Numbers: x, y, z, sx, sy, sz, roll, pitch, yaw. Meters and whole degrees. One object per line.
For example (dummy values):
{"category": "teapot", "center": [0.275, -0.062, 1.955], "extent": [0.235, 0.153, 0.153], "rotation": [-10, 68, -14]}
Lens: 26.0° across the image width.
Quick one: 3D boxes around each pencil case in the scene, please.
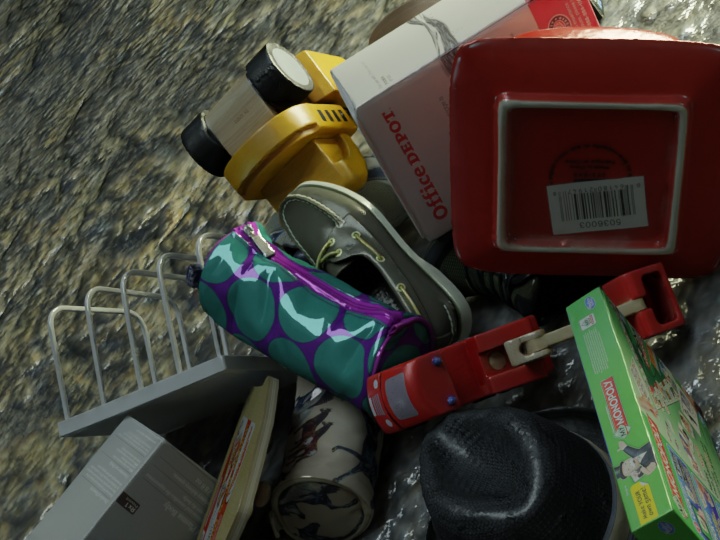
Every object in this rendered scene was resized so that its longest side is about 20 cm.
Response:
{"category": "pencil case", "center": [-0.038, 0.035, 1.220], "extent": [0.199, 0.093, 0.085], "rotation": [28, 40, 32]}
{"category": "pencil case", "center": [-0.024, 0.123, 1.248], "extent": [0.089, 0.078, 0.201], "rotation": [-16, 40, 22]}

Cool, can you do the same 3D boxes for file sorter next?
{"category": "file sorter", "center": [-0.162, 0.061, 1.387], "extent": [0.199, 0.138, 0.125], "rotation": [-23, 73, 32]}

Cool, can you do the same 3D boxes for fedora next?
{"category": "fedora", "center": [0.101, 0.149, 1.055], "extent": [0.200, 0.092, 0.201], "rotation": [-30, 33, 22]}

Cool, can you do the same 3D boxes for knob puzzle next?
{"category": "knob puzzle", "center": [-0.091, 0.180, 1.206], "extent": [0.220, 0.030, 0.221], "rotation": [-159, 90, -82]}

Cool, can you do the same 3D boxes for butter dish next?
{"category": "butter dish", "center": [0.167, -0.107, 1.135], "extent": [0.199, 0.200, 0.148], "rotation": [1, 37, 6]}

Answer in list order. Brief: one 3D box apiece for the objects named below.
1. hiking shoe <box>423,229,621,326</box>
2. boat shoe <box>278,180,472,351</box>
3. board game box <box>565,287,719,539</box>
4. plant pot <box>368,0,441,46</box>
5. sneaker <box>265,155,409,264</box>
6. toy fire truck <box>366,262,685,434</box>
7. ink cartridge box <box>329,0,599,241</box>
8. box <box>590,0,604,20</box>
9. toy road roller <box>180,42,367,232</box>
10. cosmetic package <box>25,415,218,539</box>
{"category": "hiking shoe", "center": [0.124, -0.003, 1.228], "extent": [0.199, 0.076, 0.101], "rotation": [-18, 36, 36]}
{"category": "boat shoe", "center": [0.001, -0.002, 1.271], "extent": [0.202, 0.072, 0.060], "rotation": [41, 40, 24]}
{"category": "board game box", "center": [0.188, 0.117, 0.950], "extent": [0.029, 0.135, 0.200], "rotation": [-33, 32, 18]}
{"category": "plant pot", "center": [0.112, -0.178, 1.389], "extent": [0.200, 0.200, 0.093], "rotation": [-22, 72, 33]}
{"category": "sneaker", "center": [-0.019, -0.033, 1.439], "extent": [0.200, 0.077, 0.085], "rotation": [-30, 27, 41]}
{"category": "toy fire truck", "center": [0.116, 0.058, 1.116], "extent": [0.199, 0.049, 0.141], "rotation": [-18, -6, -30]}
{"category": "ink cartridge box", "center": [0.096, -0.140, 1.228], "extent": [0.199, 0.147, 0.083], "rotation": [-31, 35, 1]}
{"category": "box", "center": [0.158, -0.281, 1.552], "extent": [0.159, 0.049, 0.201], "rotation": [-29, 34, 27]}
{"category": "toy road roller", "center": [-0.052, -0.108, 1.406], "extent": [0.123, 0.146, 0.200], "rotation": [-42, -12, 21]}
{"category": "cosmetic package", "center": [-0.210, 0.236, 1.310], "extent": [0.200, 0.107, 0.090], "rotation": [-54, 32, -13]}
